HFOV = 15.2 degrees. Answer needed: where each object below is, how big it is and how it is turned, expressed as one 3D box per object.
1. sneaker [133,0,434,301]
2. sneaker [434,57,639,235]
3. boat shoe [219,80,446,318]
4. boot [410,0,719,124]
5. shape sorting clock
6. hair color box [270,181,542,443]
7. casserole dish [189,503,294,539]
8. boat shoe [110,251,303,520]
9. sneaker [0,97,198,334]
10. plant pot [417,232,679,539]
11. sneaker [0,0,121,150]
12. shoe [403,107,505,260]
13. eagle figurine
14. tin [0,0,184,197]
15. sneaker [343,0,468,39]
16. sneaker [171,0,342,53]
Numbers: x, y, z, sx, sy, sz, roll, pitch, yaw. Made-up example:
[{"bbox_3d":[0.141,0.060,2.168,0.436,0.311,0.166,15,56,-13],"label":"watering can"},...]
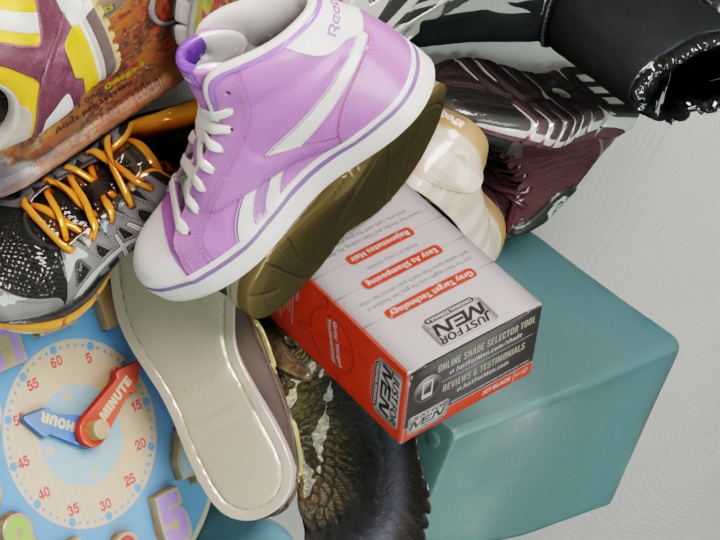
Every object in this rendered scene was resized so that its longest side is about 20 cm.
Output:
[{"bbox_3d":[-0.071,-0.071,1.366,0.114,0.073,0.200,27,121,-38],"label":"sneaker"},{"bbox_3d":[0.090,-0.066,1.696,0.200,0.076,0.116,0,128,-49],"label":"sneaker"},{"bbox_3d":[-0.025,-0.054,1.500,0.201,0.066,0.072,-47,158,-37],"label":"boat shoe"},{"bbox_3d":[0.121,-0.140,1.571,0.198,0.162,0.074,-18,136,-37],"label":"boot"},{"bbox_3d":[-0.157,0.092,1.517,0.199,0.039,0.201,9,75,-38],"label":"shape sorting clock"},{"bbox_3d":[0.000,0.000,1.543,0.101,0.200,0.061,-25,141,-29],"label":"hair color box"},{"bbox_3d":[-0.113,0.170,1.634,0.121,0.199,0.039,80,27,-56],"label":"casserole dish"},{"bbox_3d":[-0.086,0.046,1.530,0.072,0.201,0.060,-24,172,7],"label":"boat shoe"},{"bbox_3d":[-0.140,-0.038,1.448,0.200,0.078,0.077,-36,166,-36],"label":"sneaker"},{"bbox_3d":[0.076,0.089,1.753,0.200,0.141,0.142,-20,139,-47],"label":"plant pot"},{"bbox_3d":[-0.188,-0.142,1.268,0.090,0.075,0.200,-42,129,-17],"label":"sneaker"},{"bbox_3d":[0.048,-0.034,1.656,0.200,0.070,0.054,76,34,-65],"label":"shoe"},{"bbox_3d":[-0.041,0.091,1.652,0.150,0.152,0.200,-13,130,15],"label":"eagle figurine"},{"bbox_3d":[-0.153,-0.116,1.399,0.200,0.042,0.112,-35,149,-19],"label":"tin"},{"bbox_3d":[0.017,-0.178,1.493,0.200,0.074,0.089,-46,146,-1],"label":"sneaker"},{"bbox_3d":[-0.044,-0.141,1.383,0.078,0.090,0.200,-40,145,-25],"label":"sneaker"}]
